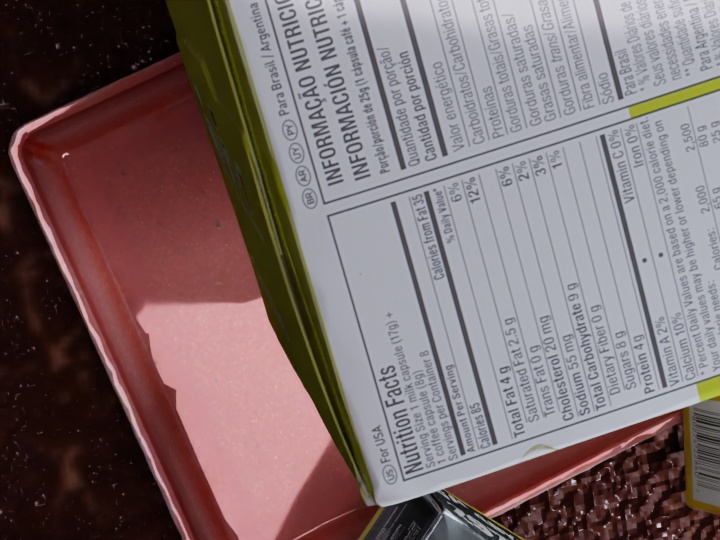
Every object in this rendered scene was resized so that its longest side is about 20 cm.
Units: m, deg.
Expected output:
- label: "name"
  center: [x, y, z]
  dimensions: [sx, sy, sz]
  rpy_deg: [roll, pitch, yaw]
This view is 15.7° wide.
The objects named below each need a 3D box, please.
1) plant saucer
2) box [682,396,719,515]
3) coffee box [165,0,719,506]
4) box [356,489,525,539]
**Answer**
- label: "plant saucer"
  center: [0.000, 0.000, 0.936]
  dimensions: [0.199, 0.037, 0.201]
  rpy_deg: [-26, 102, -11]
- label: "box"
  center: [0.211, 0.019, 0.976]
  dimensions: [0.199, 0.041, 0.120]
  rpy_deg: [-7, 98, -24]
- label: "coffee box"
  center: [0.048, -0.076, 0.802]
  dimensions: [0.197, 0.200, 0.201]
  rpy_deg: [-18, 107, -6]
- label: "box"
  center: [0.026, 0.195, 0.940]
  dimensions: [0.159, 0.049, 0.201]
  rpy_deg: [32, 94, -22]
